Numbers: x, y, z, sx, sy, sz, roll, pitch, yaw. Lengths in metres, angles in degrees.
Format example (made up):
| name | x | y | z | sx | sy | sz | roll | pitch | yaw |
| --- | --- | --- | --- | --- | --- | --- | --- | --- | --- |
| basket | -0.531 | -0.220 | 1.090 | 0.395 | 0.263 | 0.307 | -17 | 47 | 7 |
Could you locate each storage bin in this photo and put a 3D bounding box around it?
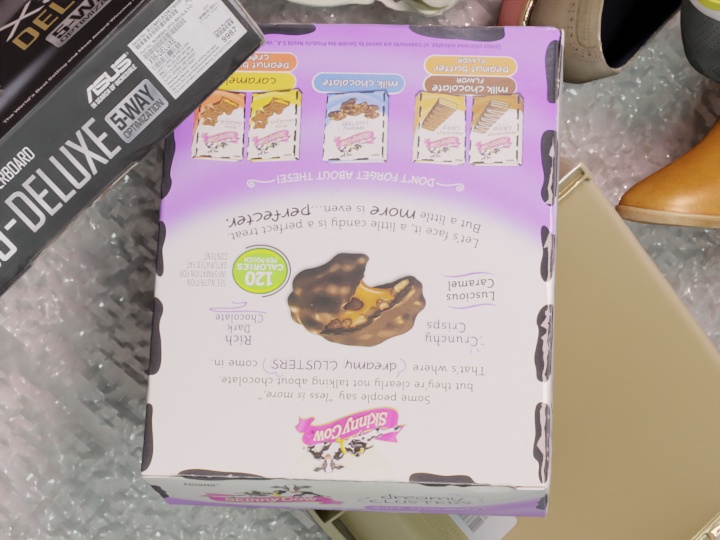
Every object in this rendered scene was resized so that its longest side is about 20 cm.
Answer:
| name | x | y | z | sx | sy | sz | roll | pitch | yaw |
| --- | --- | --- | --- | --- | --- | --- | --- | --- | --- |
| storage bin | 0.069 | 0.072 | 1.133 | 0.199 | 0.094 | 0.200 | -41 | 115 | -6 |

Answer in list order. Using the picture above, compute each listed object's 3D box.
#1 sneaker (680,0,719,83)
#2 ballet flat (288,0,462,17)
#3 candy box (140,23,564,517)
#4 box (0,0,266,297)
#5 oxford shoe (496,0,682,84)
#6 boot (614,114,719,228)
| name | x | y | z | sx | sy | sz | roll | pitch | yaw |
| --- | --- | --- | --- | --- | --- | --- | --- | --- | --- |
| sneaker | 0.224 | -0.144 | 1.084 | 0.200 | 0.075 | 0.085 | -18 | 152 | -17 |
| ballet flat | 0.007 | -0.139 | 1.052 | 0.200 | 0.069 | 0.070 | -3 | 105 | -30 |
| candy box | 0.000 | 0.000 | 1.020 | 0.167 | 0.072 | 0.200 | 2 | 75 | 5 |
| box | -0.145 | -0.055 | 0.979 | 0.200 | 0.158 | 0.050 | -44 | 115 | -5 |
| oxford shoe | 0.146 | -0.163 | 1.100 | 0.070 | 0.075 | 0.200 | 40 | 77 | -34 |
| boot | 0.197 | -0.101 | 1.142 | 0.201 | 0.071 | 0.144 | -13 | 108 | -36 |
